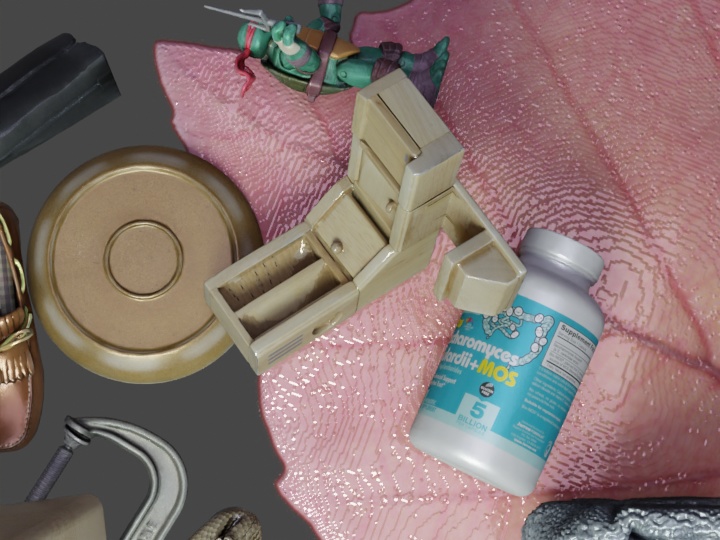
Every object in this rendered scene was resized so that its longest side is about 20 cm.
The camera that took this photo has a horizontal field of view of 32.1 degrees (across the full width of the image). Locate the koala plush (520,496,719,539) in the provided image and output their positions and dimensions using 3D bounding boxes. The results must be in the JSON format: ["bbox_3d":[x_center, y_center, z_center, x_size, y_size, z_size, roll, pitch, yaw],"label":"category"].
[{"bbox_3d":[0.217,0.280,0.966,0.182,0.177,0.202,-1,83,7],"label":"koala plush"}]

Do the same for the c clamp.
[{"bbox_3d":[-0.243,0.198,1.004,0.170,0.027,0.200,37,83,1],"label":"c clamp"}]

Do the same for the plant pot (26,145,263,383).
[{"bbox_3d":[-0.178,-0.008,1.034,0.198,0.027,0.202,0,83,-3],"label":"plant pot"}]

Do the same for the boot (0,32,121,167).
[{"bbox_3d":[-0.315,-0.132,1.013,0.200,0.066,0.165,-42,56,-17],"label":"boot"}]

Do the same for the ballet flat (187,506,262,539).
[{"bbox_3d":[-0.150,0.270,0.989,0.200,0.046,0.067,-46,103,-8],"label":"ballet flat"}]

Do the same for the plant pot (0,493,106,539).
[{"bbox_3d":[-0.297,0.281,0.895,0.198,0.177,0.202,-8,85,6],"label":"plant pot"}]

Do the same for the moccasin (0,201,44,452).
[{"bbox_3d":[-0.290,0.043,0.992,0.073,0.078,0.203,-1,86,-3],"label":"moccasin"}]

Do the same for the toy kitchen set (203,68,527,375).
[{"bbox_3d":[0.000,0.000,0.929,0.180,0.200,0.164,-32,72,-17],"label":"toy kitchen set"}]

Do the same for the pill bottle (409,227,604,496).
[{"bbox_3d":[0.126,0.070,1.005,0.110,0.111,0.201,25,81,-1],"label":"pill bottle"}]

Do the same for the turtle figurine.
[{"bbox_3d":[-0.028,-0.190,1.035,0.198,0.101,0.150,16,42,-4],"label":"turtle figurine"}]
